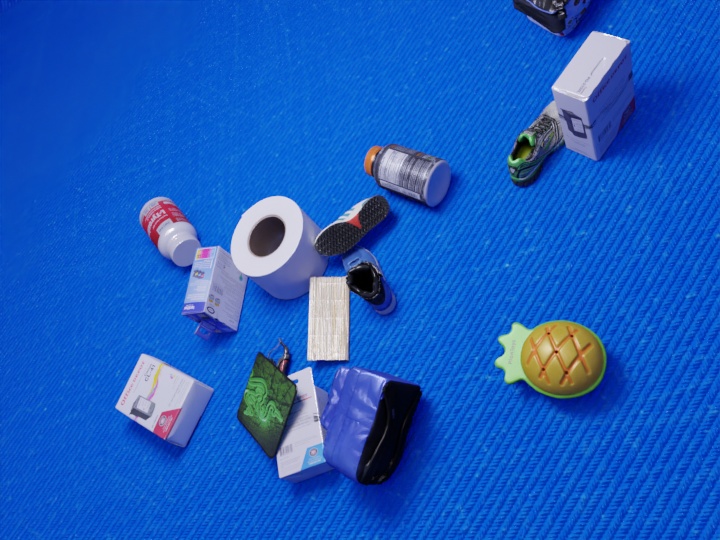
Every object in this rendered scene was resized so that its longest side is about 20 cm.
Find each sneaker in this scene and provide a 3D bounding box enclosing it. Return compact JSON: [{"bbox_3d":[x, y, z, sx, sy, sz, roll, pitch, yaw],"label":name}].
[{"bbox_3d":[0.001,-0.001,1.408,0.076,0.111,0.202,-35,55,7],"label":"sneaker"},{"bbox_3d":[0.380,-0.280,1.358,0.077,0.085,0.203,26,80,35],"label":"sneaker"},{"bbox_3d":[-0.020,-0.102,1.488,0.198,0.093,0.071,-37,97,0],"label":"sneaker"}]

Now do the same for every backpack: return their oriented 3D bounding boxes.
[{"bbox_3d":[0.011,0.296,1.235,0.165,0.161,0.206,12,85,41],"label":"backpack"},{"bbox_3d":[0.456,-0.651,1.458,0.191,0.153,0.200,-48,60,9],"label":"backpack"}]

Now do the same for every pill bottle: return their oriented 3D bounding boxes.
[{"bbox_3d":[0.101,-0.226,1.468,0.197,0.106,0.108,26,80,35],"label":"pill bottle"},{"bbox_3d":[-0.509,-0.102,1.730,0.113,0.112,0.200,-46,54,0],"label":"pill bottle"}]

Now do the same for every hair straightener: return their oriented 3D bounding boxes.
[{"bbox_3d":[-0.207,0.251,1.437,0.075,0.041,0.206,1,73,29],"label":"hair straightener"}]

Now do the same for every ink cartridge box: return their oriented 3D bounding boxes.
[{"bbox_3d":[-0.468,0.306,1.526,0.196,0.086,0.151,17,75,32],"label":"ink cartridge box"},{"bbox_3d":[0.466,-0.342,1.271,0.084,0.200,0.146,34,83,35],"label":"ink cartridge box"},{"bbox_3d":[-0.119,0.322,1.341,0.114,0.068,0.204,-23,58,18],"label":"ink cartridge box"},{"bbox_3d":[-0.351,0.063,1.550,0.074,0.136,0.205,-7,63,26],"label":"ink cartridge box"}]

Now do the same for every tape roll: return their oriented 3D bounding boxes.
[{"bbox_3d":[-0.188,-0.052,1.517,0.198,0.139,0.208,-12,61,23],"label":"tape roll"}]

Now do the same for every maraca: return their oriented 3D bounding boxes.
[{"bbox_3d":[0.339,0.156,1.153,0.195,0.107,0.141,3,68,29],"label":"maraca"}]

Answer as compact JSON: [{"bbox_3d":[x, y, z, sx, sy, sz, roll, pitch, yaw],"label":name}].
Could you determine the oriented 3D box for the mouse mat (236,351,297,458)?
[{"bbox_3d":[-0.204,0.283,1.373,0.199,0.007,0.165,26,98,54],"label":"mouse mat"}]

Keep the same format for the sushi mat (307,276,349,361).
[{"bbox_3d":[-0.071,0.105,1.438,0.093,0.012,0.205,-3,64,6],"label":"sushi mat"}]
